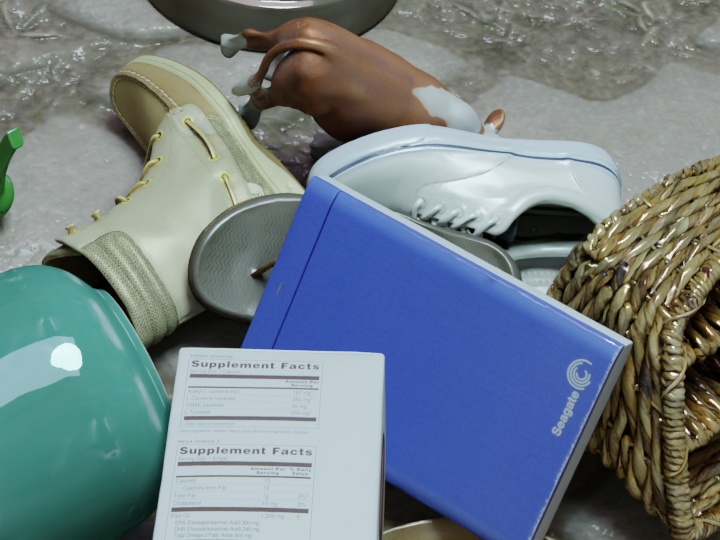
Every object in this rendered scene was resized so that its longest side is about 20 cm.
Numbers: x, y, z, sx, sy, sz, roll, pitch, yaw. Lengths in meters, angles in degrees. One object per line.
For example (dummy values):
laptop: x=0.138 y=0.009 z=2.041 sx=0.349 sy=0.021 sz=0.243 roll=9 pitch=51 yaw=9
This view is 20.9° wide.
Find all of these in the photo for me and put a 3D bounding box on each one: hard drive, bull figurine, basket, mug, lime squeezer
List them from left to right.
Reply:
lime squeezer: x=-0.254 y=-0.065 z=1.220 sx=0.038 sy=0.071 sz=0.199 roll=-45 pitch=33 yaw=-20
mug: x=-0.173 y=0.065 z=1.031 sx=0.114 sy=0.153 sz=0.185 roll=-28 pitch=52 yaw=-14
bull figurine: x=0.002 y=-0.104 z=1.243 sx=0.121 sy=0.200 sz=0.066 roll=-4 pitch=65 yaw=42
hard drive: x=0.034 y=0.051 z=1.067 sx=0.199 sy=0.133 sz=0.025 roll=29 pitch=16 yaw=21
basket: x=0.212 y=0.032 z=1.101 sx=0.199 sy=0.143 sz=0.149 roll=-22 pitch=58 yaw=-41

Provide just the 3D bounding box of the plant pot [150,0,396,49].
plant pot: x=-0.061 y=-0.284 z=1.375 sx=0.198 sy=0.174 sz=0.201 roll=3 pitch=45 yaw=-3

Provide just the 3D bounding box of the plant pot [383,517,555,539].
plant pot: x=0.059 y=0.217 z=1.013 sx=0.198 sy=0.028 sz=0.201 roll=3 pitch=46 yaw=-3

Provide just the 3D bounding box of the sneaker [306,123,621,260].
sneaker: x=0.067 y=-0.042 z=1.198 sx=0.198 sy=0.073 sz=0.071 roll=-2 pitch=45 yaw=-5

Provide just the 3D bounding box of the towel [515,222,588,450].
towel: x=0.087 y=0.025 z=1.197 sx=0.148 sy=0.031 sz=0.201 roll=1 pitch=46 yaw=-8

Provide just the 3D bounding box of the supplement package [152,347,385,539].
supplement package: x=-0.044 y=0.148 z=0.970 sx=0.109 sy=0.114 sz=0.201 roll=2 pitch=45 yaw=2

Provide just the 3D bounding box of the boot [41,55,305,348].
boot: x=-0.136 y=-0.043 z=1.208 sx=0.155 sy=0.073 sz=0.200 roll=-28 pitch=60 yaw=-28

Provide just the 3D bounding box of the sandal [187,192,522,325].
sandal: x=0.000 y=0.000 z=1.139 sx=0.198 sy=0.055 sz=0.082 roll=11 pitch=82 yaw=-5
